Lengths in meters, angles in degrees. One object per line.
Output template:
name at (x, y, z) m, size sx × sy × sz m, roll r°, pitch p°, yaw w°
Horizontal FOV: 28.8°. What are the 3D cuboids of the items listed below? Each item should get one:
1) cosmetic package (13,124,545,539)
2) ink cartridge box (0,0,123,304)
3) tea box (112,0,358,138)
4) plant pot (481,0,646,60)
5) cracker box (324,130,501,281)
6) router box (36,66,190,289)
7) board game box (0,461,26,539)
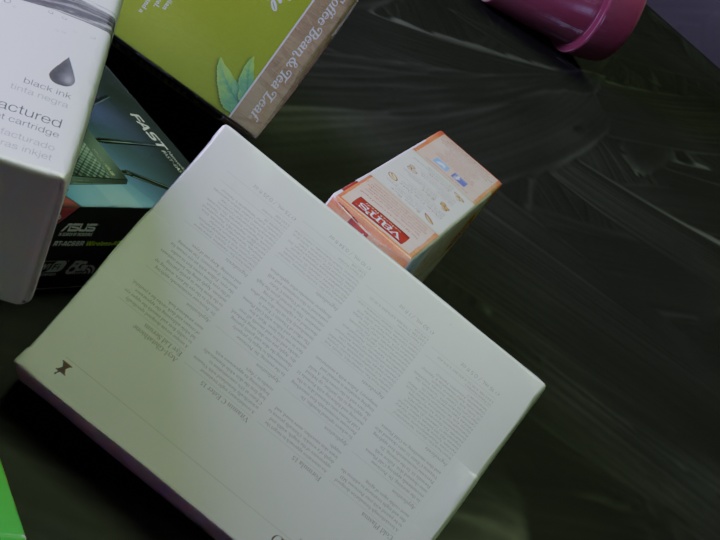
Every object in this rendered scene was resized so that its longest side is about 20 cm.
cosmetic package at (-0.037, 0.053, 0.663) m, size 0.200 × 0.151 × 0.052 m, roll 40°, pitch -20°, yaw 0°
ink cartridge box at (-0.193, -0.098, 0.644) m, size 0.145 × 0.083 × 0.200 m, roll 17°, pitch 42°, yaw -13°
tea box at (-0.113, -0.194, 0.924) m, size 0.197 × 0.134 × 0.200 m, roll 36°, pitch 1°, yaw -10°
plant pot at (0.256, -0.390, 1.829) m, size 0.179 × 0.200 × 0.200 m, roll 11°, pitch 33°, yaw -19°
cracker box at (0.000, 0.000, 0.816) m, size 0.058 × 0.134 × 0.200 m, roll 41°, pitch 23°, yaw 4°
router box at (-0.188, -0.078, 0.771) m, size 0.200 × 0.062 × 0.150 m, roll 49°, pitch 25°, yaw 22°
board game box at (-0.203, 0.049, 0.573) m, size 0.096 × 0.030 × 0.200 m, roll 15°, pitch 31°, yaw -42°
